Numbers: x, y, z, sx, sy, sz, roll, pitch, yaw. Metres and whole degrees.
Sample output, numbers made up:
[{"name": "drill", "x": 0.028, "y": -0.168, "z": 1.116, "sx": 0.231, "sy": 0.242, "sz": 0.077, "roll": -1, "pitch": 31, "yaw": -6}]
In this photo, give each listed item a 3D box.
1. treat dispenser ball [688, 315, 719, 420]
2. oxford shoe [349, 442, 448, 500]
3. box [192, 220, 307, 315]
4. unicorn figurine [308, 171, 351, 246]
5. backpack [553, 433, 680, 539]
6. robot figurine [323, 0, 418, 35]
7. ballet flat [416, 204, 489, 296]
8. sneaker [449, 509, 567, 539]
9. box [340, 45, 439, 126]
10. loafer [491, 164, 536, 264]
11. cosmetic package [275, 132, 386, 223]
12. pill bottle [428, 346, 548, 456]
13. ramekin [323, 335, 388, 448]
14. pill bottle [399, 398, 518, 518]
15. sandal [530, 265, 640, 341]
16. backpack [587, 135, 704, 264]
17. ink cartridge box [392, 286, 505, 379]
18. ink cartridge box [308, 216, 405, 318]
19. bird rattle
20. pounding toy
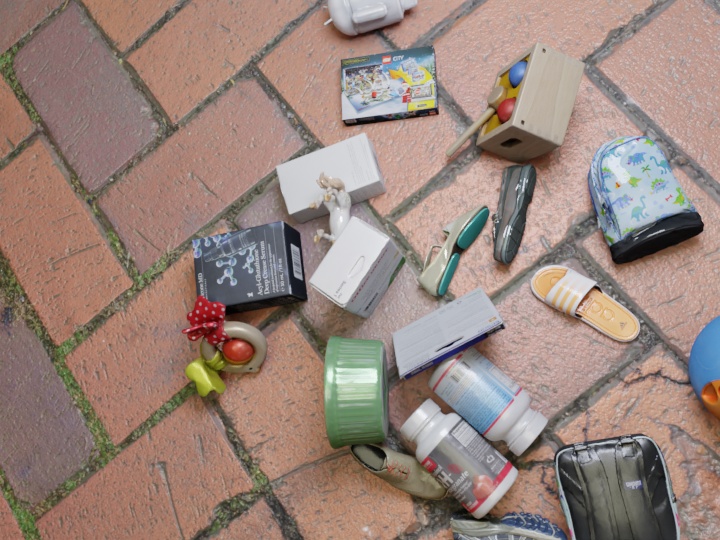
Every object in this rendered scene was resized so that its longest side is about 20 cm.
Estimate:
[{"name": "treat dispenser ball", "x": 0.624, "y": 0.156, "z": 0.966, "sx": 0.200, "sy": 0.201, "sz": 0.202, "roll": -2, "pitch": 79, "yaw": 13}, {"name": "oxford shoe", "x": 0.066, "y": 0.366, "z": 1.130, "sx": 0.199, "sy": 0.075, "sz": 0.071, "roll": 19, "pitch": 85, "yaw": 16}, {"name": "box", "x": -0.222, "y": 0.000, "z": 1.251, "sx": 0.199, "sy": 0.107, "sz": 0.149, "roll": -11, "pitch": 78, "yaw": 12}, {"name": "unicorn figurine", "x": -0.047, "y": -0.080, "z": 1.180, "sx": 0.074, "sy": 0.137, "sz": 0.201, "roll": 15, "pitch": 99, "yaw": 20}, {"name": "backpack", "x": 0.413, "y": 0.377, "z": 1.004, "sx": 0.177, "sy": 0.151, "sz": 0.201, "roll": -14, "pitch": 70, "yaw": 13}, {"name": "robot figurine", "x": 0.017, "y": -0.562, "z": 1.292, "sx": 0.199, "sy": 0.113, "sz": 0.170, "roll": -14, "pitch": 38, "yaw": 10}, {"name": "ballet flat", "x": 0.172, "y": -0.048, "z": 1.189, "sx": 0.069, "sy": 0.069, "sz": 0.201, "roll": 30, "pitch": 88, "yaw": 17}, {"name": "sneaker", "x": 0.256, "y": 0.470, "z": 1.075, "sx": 0.199, "sy": 0.077, "sz": 0.086, "roll": -1, "pitch": 89, "yaw": 21}, {"name": "box", "x": 0.059, "y": -0.382, "z": 1.288, "sx": 0.199, "sy": 0.038, "sz": 0.137, "roll": -4, "pitch": 79, "yaw": 13}, {"name": "loafer", "x": 0.280, "y": -0.108, "z": 1.178, "sx": 0.063, "sy": 0.072, "sz": 0.201, "roll": 10, "pitch": 75, "yaw": 35}, {"name": "cosmetic package", "x": -0.059, "y": -0.185, "z": 1.260, "sx": 0.199, "sy": 0.081, "sz": 0.113, "roll": -18, "pitch": 76, "yaw": 11}, {"name": "pill bottle", "x": 0.226, "y": 0.228, "z": 1.099, "sx": 0.200, "sy": 0.109, "sz": 0.109, "roll": 41, "pitch": 91, "yaw": 17}, {"name": "ramekin", "x": -0.003, "y": 0.217, "z": 1.115, "sx": 0.097, "sy": 0.200, "sz": 0.201, "roll": -3, "pitch": 79, "yaw": 6}, {"name": "pill bottle", "x": 0.168, "y": 0.325, "z": 1.095, "sx": 0.200, "sy": 0.111, "sz": 0.111, "roll": 42, "pitch": 91, "yaw": 17}, {"name": "sandal", "x": 0.408, "y": 0.053, "z": 1.112, "sx": 0.206, "sy": 0.059, "sz": 0.079, "roll": 31, "pitch": 88, "yaw": 17}, {"name": "backpack", "x": 0.487, "y": -0.139, "z": 1.098, "sx": 0.162, "sy": 0.154, "sz": 0.201, "roll": -21, "pitch": 63, "yaw": 16}, {"name": "ink cartridge box", "x": 0.154, "y": 0.117, "z": 1.096, "sx": 0.199, "sy": 0.200, "sz": 0.041, "roll": -29, "pitch": 103, "yaw": 8}, {"name": "ink cartridge box", "x": 0.000, "y": 0.000, "z": 1.148, "sx": 0.084, "sy": 0.200, "sz": 0.145, "roll": 33, "pitch": 89, "yaw": 16}, {"name": "bird rattle", "x": -0.263, "y": 0.142, "z": 1.216, "sx": 0.162, "sy": 0.113, "sz": 0.201, "roll": 6, "pitch": 120, "yaw": -11}, {"name": "pounding toy", "x": 0.279, "y": -0.293, "z": 1.152, "sx": 0.142, "sy": 0.200, "sz": 0.185, "roll": 19, "pitch": 84, "yaw": -12}]
